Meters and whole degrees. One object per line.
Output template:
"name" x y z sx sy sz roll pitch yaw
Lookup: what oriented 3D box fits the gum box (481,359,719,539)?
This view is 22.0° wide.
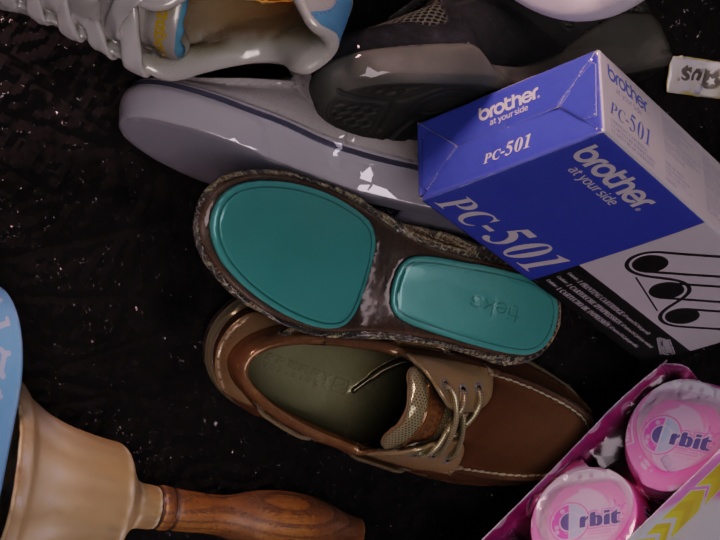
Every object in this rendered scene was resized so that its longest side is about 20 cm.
"gum box" 0.128 0.150 0.921 0.200 0.066 0.114 -44 133 -1

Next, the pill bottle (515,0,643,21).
"pill bottle" 0.134 -0.197 0.805 0.200 0.113 0.114 -39 111 -40

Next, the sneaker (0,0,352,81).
"sneaker" -0.101 -0.125 0.752 0.199 0.081 0.077 3 141 -6

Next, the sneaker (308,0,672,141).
"sneaker" 0.048 -0.125 0.840 0.199 0.076 0.115 -16 81 -35

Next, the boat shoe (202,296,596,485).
"boat shoe" 0.021 0.067 0.897 0.199 0.074 0.076 14 98 -15

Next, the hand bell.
"hand bell" -0.088 0.115 0.891 0.199 0.104 0.105 13 99 -28

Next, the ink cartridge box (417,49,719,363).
"ink cartridge box" 0.120 -0.022 0.849 0.094 0.044 0.200 -19 145 31

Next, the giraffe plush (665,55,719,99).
"giraffe plush" 0.267 -0.086 0.873 0.199 0.162 0.174 -11 104 -11

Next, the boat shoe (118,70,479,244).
"boat shoe" -0.013 -0.068 0.872 0.199 0.071 0.070 14 73 -12

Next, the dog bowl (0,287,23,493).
"dog bowl" -0.200 0.091 0.830 0.049 0.111 0.201 10 89 -34

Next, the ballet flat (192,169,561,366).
"ballet flat" 0.000 0.000 0.869 0.199 0.075 0.068 16 92 -28
